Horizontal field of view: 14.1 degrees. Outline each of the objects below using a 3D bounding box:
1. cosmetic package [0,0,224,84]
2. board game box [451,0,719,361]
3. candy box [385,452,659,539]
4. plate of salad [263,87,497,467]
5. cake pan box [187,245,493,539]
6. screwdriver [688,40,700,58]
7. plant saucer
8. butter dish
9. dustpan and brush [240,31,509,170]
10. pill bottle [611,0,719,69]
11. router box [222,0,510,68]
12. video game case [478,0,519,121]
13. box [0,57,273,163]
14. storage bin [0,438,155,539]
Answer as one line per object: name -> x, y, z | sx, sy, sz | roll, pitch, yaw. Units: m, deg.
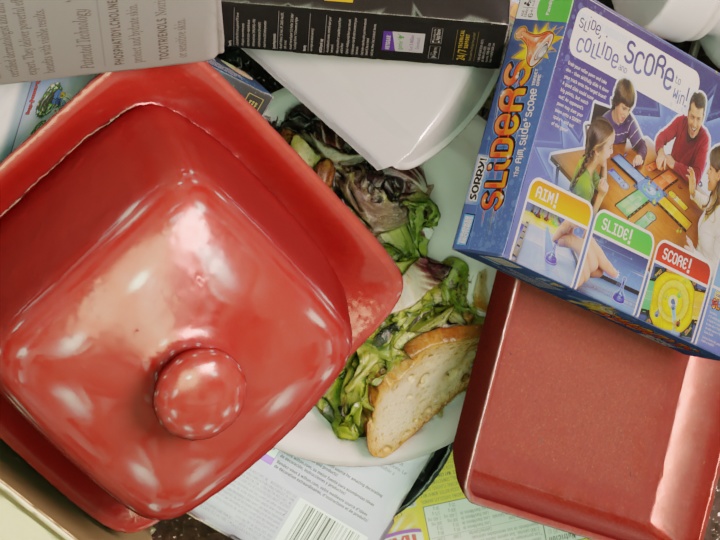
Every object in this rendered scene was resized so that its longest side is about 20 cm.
cosmetic package -> -0.169, -0.185, 1.279 | 0.200, 0.166, 0.168 | -7, 75, -4
board game box -> 0.135, -0.045, 1.436 | 0.200, 0.034, 0.136 | 24, 79, -46
candy box -> 0.054, 0.110, 1.560 | 0.200, 0.026, 0.102 | -11, 98, -3
plate of salad -> 0.000, 0.000, 1.469 | 0.200, 0.048, 0.200 | 0, 91, -4
cake pan box -> -0.039, 0.048, 1.515 | 0.200, 0.052, 0.184 | 30, 91, -3
screwdriver -> 0.181, -0.120, 1.535 | 0.029, 0.028, 0.200 | 15, 95, 21
plant saucer -> 0.126, 0.038, 1.492 | 0.200, 0.037, 0.200 | 21, 81, -47
butter dish -> -0.090, 0.031, 1.353 | 0.199, 0.148, 0.200 | -41, 118, 4
dustpan and brush -> 0.041, -0.145, 1.466 | 0.200, 0.057, 0.140 | -44, 68, -10
pill bottle -> 0.235, -0.149, 1.470 | 0.200, 0.120, 0.120 | 9, 98, -21
router box -> -0.002, -0.203, 1.422 | 0.157, 0.052, 0.200 | 5, 68, -1
video game case -> 0.024, -0.180, 1.515 | 0.200, 0.024, 0.182 | 22, 97, -9
box -> -0.151, -0.032, 1.419 | 0.136, 0.038, 0.200 | 25, 100, -34
storage bin -> -0.199, 0.128, 1.453 | 0.198, 0.200, 0.094 | 39, 93, -10
